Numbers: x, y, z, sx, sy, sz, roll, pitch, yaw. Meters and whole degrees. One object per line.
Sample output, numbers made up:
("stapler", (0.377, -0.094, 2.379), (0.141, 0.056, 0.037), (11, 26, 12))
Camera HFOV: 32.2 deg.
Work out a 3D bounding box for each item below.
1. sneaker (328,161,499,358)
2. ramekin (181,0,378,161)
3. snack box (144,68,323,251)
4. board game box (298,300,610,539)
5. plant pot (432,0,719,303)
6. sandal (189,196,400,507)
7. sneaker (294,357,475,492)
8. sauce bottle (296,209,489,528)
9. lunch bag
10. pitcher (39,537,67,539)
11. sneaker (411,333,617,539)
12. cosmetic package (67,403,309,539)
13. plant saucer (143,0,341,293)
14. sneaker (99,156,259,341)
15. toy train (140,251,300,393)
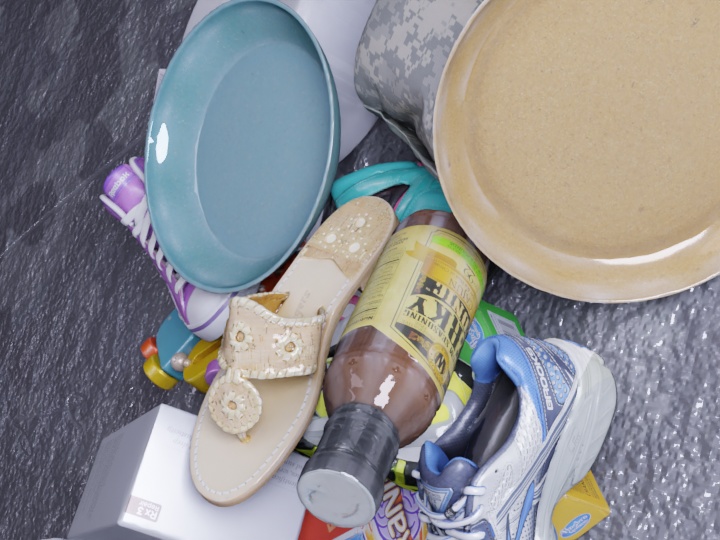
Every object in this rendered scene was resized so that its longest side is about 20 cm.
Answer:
("sneaker", (0.000, 0.000, 0.841), (0.200, 0.083, 0.121), (-43, 45, 22))
("ramekin", (-0.061, -0.181, 1.002), (0.200, 0.098, 0.201), (-27, 52, 40))
("snack box", (-0.094, -0.085, 0.916), (0.200, 0.024, 0.072), (33, 116, 42))
("board game box", (0.041, 0.139, 0.754), (0.200, 0.040, 0.153), (-47, 41, 24))
("plant pot", (0.136, -0.078, 0.640), (0.200, 0.200, 0.028), (-50, 16, 21))
("sandal", (-0.051, 0.027, 0.726), (0.077, 0.070, 0.212), (14, 61, 37))
("sneaker", (-0.003, 0.081, 0.756), (0.199, 0.075, 0.077), (9, 71, 42))
("sauce bottle", (0.019, 0.048, 0.657), (0.065, 0.065, 0.200), (-30, 24, 38))
("lunch bag", (0.091, -0.123, 0.747), (0.168, 0.139, 0.200), (-49, 41, 12))
("pitcher", (-0.216, 0.309, 0.934), (0.200, 0.121, 0.172), (11, 100, 63))
("sneaker", (0.057, 0.124, 0.637), (0.077, 0.085, 0.201), (7, 78, 52))
("cosmetic package", (-0.117, 0.155, 0.828), (0.200, 0.113, 0.081), (-31, 39, 62))
("plant saucer", (-0.076, -0.083, 0.849), (0.200, 0.036, 0.201), (-6, 81, 45))
("sneaker", (-0.146, -0.023, 0.937), (0.073, 0.114, 0.201), (-49, 28, 5))
("toy train", (-0.091, 0.034, 0.968), (0.200, 0.056, 0.151), (-11, 48, 53))
